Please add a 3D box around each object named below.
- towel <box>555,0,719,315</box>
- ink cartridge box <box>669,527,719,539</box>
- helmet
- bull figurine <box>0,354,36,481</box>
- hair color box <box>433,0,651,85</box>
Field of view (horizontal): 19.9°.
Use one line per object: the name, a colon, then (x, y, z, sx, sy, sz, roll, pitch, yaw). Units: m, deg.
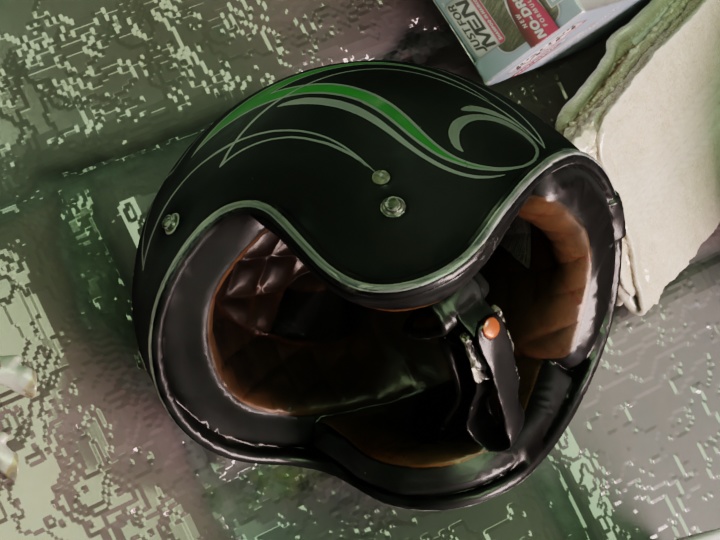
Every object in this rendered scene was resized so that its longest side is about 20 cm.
towel: (0.173, -0.084, 1.056, 0.200, 0.034, 0.133, -46, 135, -26)
ink cartridge box: (0.101, 0.215, 0.954, 0.200, 0.084, 0.145, -13, 80, -22)
helmet: (0.000, 0.000, 0.922, 0.191, 0.200, 0.200, 15, 63, 32)
bull figurine: (-0.201, 0.122, 0.884, 0.121, 0.065, 0.200, 2, 77, -23)
hair color box: (0.085, -0.157, 1.003, 0.099, 0.061, 0.200, 56, 23, 2)
